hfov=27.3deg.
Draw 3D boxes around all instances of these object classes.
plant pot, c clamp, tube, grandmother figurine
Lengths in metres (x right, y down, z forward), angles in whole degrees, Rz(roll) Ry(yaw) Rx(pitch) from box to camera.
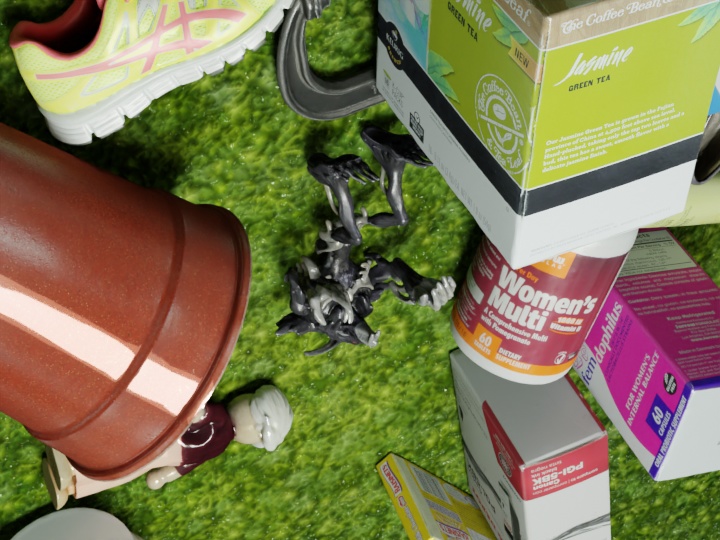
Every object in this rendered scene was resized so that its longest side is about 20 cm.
[{"bbox_3d":[-0.206,0.004,0.933,0.195,0.201,0.201,31,109,-35],"label":"plant pot"},{"bbox_3d":[0.027,-0.187,1.003,0.200,0.027,0.171,-26,141,-8],"label":"c clamp"},{"bbox_3d":[0.296,-0.061,1.241,0.200,0.058,0.052,-2,113,-30],"label":"tube"},{"bbox_3d":[-0.146,0.132,1.168,0.200,0.061,0.121,-12,160,-23],"label":"grandmother figurine"}]

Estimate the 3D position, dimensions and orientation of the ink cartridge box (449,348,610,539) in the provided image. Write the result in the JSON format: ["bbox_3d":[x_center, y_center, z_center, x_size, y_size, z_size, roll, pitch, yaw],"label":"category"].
[{"bbox_3d":[0.151,0.170,1.297,0.083,0.147,0.200,-21,135,-10],"label":"ink cartridge box"}]

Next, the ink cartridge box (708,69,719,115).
[{"bbox_3d":[0.219,-0.224,0.984,0.147,0.145,0.200,-16,134,-16],"label":"ink cartridge box"}]

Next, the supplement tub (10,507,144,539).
[{"bbox_3d":[-0.212,0.301,1.214,0.145,0.145,0.200,-24,136,-8],"label":"supplement tub"}]

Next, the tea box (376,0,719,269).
[{"bbox_3d":[0.111,-0.148,0.919,0.133,0.200,0.197,-18,138,-19],"label":"tea box"}]

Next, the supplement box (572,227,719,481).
[{"bbox_3d":[0.245,0.061,1.215,0.103,0.200,0.101,-6,130,-23],"label":"supplement box"}]

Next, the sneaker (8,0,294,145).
[{"bbox_3d":[-0.125,-0.161,0.903,0.200,0.078,0.090,-35,129,0],"label":"sneaker"}]

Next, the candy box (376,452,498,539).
[{"bbox_3d":[0.096,0.242,1.364,0.026,0.102,0.200,-40,136,16],"label":"candy box"}]

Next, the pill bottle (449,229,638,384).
[{"bbox_3d":[0.151,-0.018,1.157,0.109,0.110,0.200,0,128,-29],"label":"pill bottle"}]

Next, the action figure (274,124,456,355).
[{"bbox_3d":[0.000,0.000,1.097,0.119,0.102,0.200,-19,135,-30],"label":"action figure"}]

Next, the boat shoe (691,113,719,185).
[{"bbox_3d":[0.306,-0.153,1.155,0.072,0.065,0.200,17,118,-38],"label":"boat shoe"}]
